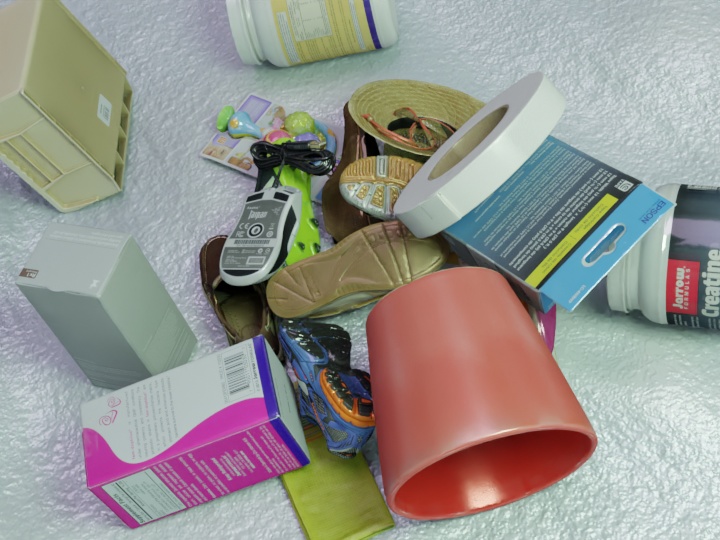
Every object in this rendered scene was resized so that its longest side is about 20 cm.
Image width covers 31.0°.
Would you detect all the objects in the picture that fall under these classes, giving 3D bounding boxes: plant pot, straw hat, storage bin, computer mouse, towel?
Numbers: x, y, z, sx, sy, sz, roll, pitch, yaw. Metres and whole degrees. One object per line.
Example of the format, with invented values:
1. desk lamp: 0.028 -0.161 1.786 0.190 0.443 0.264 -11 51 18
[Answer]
1. plant pot: 0.094 0.108 1.178 0.200 0.201 0.178 -18 62 0
2. straw hat: 0.068 -0.138 1.476 0.200 0.085 0.201 10 30 -6
3. storage bin: -0.376 -0.208 1.595 0.093 0.199 0.201 -21 46 21
4. computer mouse: -0.097 -0.058 1.405 0.109 0.044 0.201 2 56 27
5. towel: -0.040 0.189 1.290 0.086 0.018 0.200 -24 50 -4

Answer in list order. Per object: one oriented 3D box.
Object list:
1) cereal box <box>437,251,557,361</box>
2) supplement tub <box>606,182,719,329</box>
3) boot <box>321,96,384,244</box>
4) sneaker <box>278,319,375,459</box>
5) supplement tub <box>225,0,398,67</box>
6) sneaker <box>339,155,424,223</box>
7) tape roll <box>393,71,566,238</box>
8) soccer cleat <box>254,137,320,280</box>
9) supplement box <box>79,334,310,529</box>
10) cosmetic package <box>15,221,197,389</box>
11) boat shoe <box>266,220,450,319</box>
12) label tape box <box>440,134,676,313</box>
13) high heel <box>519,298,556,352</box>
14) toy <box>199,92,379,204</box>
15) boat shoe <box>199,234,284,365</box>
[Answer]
1. cereal box: 0.124 0.062 1.334 0.143 0.040 0.201 -9 50 7
2. supplement tub: 0.350 -0.012 1.266 0.199 0.141 0.141 6 53 19
3. boot: -0.013 -0.117 1.499 0.075 0.074 0.201 -16 55 16
4. sneaker: -0.040 0.113 1.297 0.075 0.079 0.200 8 25 -25
5. supplement tub: -0.060 -0.339 1.645 0.199 0.146 0.146 -10 50 7
6. sneaker: 0.072 -0.069 1.401 0.199 0.088 0.076 8 71 -8
7. tape roll: 0.116 -0.113 1.269 0.203 0.037 0.203 -43 11 10
8. soccer cleat: -0.090 -0.057 1.481 0.081 0.067 0.201 -29 52 42
9. supplement box: -0.164 0.161 1.278 0.199 0.103 0.101 -20 51 5
10. cosmetic package: -0.259 0.044 1.348 0.106 0.200 0.090 10 55 21
11. boat shoe: 0.000 0.000 1.369 0.199 0.069 0.074 -17 80 7
12. label tape box: 0.188 -0.038 1.229 0.143 0.066 0.200 -45 44 -7
13. high heel: 0.197 0.005 1.311 0.096 0.067 0.201 3 49 -13
14. toy: -0.093 -0.161 1.572 0.199 0.047 0.115 21 61 30
15. boat shoe: -0.132 0.022 1.414 0.075 0.075 0.203 -25 49 -6
